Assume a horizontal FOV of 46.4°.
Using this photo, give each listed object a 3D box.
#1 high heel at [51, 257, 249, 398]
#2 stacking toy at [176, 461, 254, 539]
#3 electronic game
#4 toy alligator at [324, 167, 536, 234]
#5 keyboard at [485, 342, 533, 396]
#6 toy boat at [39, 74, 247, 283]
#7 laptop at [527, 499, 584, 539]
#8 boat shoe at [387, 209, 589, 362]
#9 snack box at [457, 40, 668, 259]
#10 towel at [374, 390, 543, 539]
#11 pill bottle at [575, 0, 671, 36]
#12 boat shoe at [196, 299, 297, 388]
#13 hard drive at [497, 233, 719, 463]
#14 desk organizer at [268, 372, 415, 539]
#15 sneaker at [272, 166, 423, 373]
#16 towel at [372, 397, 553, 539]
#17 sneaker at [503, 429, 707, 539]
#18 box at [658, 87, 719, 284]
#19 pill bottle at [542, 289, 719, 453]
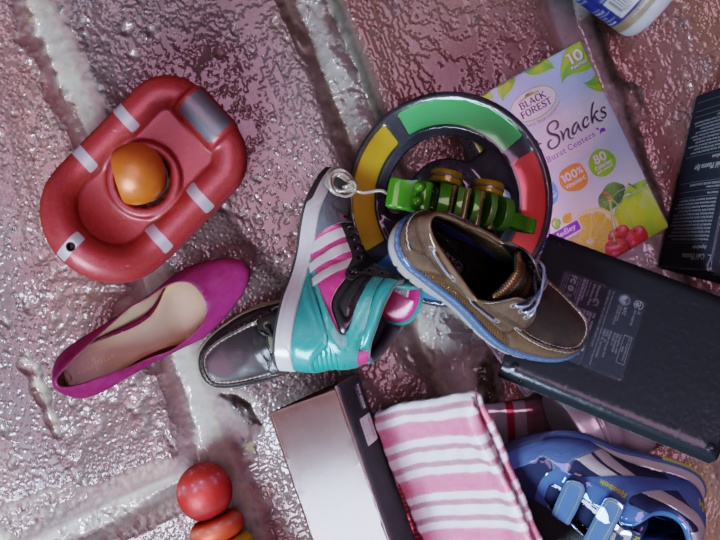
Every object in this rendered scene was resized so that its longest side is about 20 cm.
[{"bbox_3d":[-0.186,0.053,0.769,0.198,0.096,0.068,-37,95,-4],"label":"high heel"},{"bbox_3d":[-0.121,0.280,0.798,0.084,0.085,0.204,-18,88,-6],"label":"stacking toy"},{"bbox_3d":[0.082,-0.065,0.795,0.195,0.042,0.205,3,102,14],"label":"electronic game"},{"bbox_3d":[0.066,-0.061,0.733,0.195,0.054,0.061,13,84,-6],"label":"toy alligator"},{"bbox_3d":[0.131,0.032,0.849,0.056,0.011,0.201,-37,95,-4],"label":"keyboard"},{"bbox_3d":[-0.196,-0.081,0.747,0.131,0.131,0.200,45,87,-5],"label":"toy boat"},{"bbox_3d":[0.196,0.288,0.844,0.197,0.103,0.181,9,103,-35],"label":"laptop"},{"bbox_3d":[0.116,0.016,0.695,0.197,0.072,0.073,28,72,-14],"label":"boat shoe"},{"bbox_3d":[0.194,-0.098,0.830,0.140,0.053,0.203,-28,94,-5],"label":"snack box"},{"bbox_3d":[0.091,0.213,0.767,0.030,0.145,0.204,-22,89,-40],"label":"towel"},{"bbox_3d":[0.212,-0.325,0.795,0.198,0.116,0.117,33,88,-7],"label":"pill bottle"},{"bbox_3d":[-0.063,0.058,0.799,0.196,0.065,0.075,-23,92,-7],"label":"boat shoe"},{"bbox_3d":[0.239,0.066,0.754,0.196,0.033,0.142,21,74,12],"label":"hard drive"},{"bbox_3d":[-0.012,0.211,0.802,0.076,0.072,0.204,-20,87,16],"label":"desk organizer"},{"bbox_3d":[0.000,0.000,0.748,0.118,0.084,0.204,7,63,10],"label":"sneaker"},{"bbox_3d":[0.112,0.210,0.846,0.195,0.023,0.148,-6,92,-6],"label":"towel"},{"bbox_3d":[0.209,0.199,0.735,0.195,0.083,0.075,11,133,5],"label":"sneaker"},{"bbox_3d":[0.424,-0.068,0.833,0.196,0.104,0.186,14,89,-7],"label":"box"},{"bbox_3d":[0.281,0.109,0.814,0.197,0.109,0.111,-26,94,-9],"label":"pill bottle"}]
